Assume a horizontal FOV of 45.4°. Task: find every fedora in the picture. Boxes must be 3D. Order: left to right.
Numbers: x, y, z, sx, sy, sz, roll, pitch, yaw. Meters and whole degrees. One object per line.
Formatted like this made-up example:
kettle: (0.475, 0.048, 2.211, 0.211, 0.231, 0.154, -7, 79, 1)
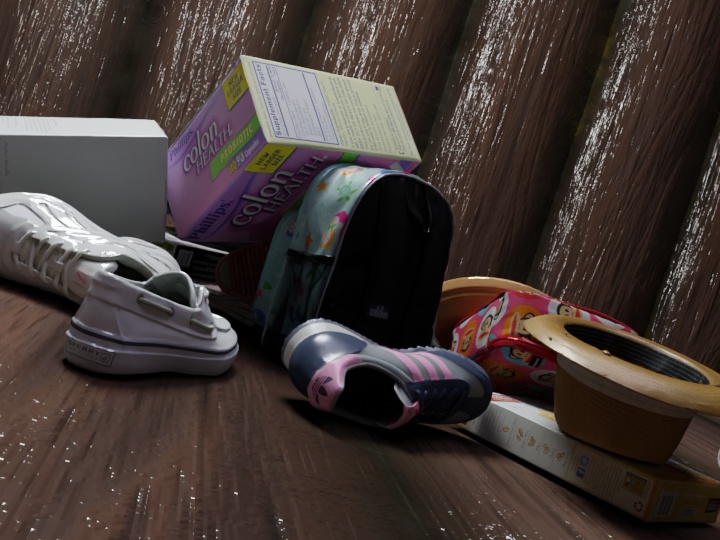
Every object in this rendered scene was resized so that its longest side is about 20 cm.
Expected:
fedora: (0.212, 0.101, 0.701, 0.198, 0.083, 0.201, 17, 9, -3)

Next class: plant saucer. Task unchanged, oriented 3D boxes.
plant saucer: (0.152, 0.084, 1.005, 0.197, 0.038, 0.201, 11, -38, 8)

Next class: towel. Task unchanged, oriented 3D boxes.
towel: (-0.201, 0.012, 1.000, 0.189, 0.033, 0.200, 20, 3, -7)

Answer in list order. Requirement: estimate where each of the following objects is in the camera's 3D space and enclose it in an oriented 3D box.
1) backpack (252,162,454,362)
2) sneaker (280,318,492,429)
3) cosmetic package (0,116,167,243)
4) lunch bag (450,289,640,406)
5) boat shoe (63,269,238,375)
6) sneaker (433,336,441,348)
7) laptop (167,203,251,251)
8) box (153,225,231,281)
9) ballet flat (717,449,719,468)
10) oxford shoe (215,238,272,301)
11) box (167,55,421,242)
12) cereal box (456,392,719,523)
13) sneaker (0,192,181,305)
backpack: (0.000, 0.000, 0.828, 0.150, 0.203, 0.176, 21, 4, 44)
sneaker: (0.034, 0.100, 0.672, 0.198, 0.071, 0.082, 14, 21, -30)
cosmetic package: (-0.291, -0.087, 0.836, 0.197, 0.114, 0.081, -2, 22, -26)
lunch bag: (0.192, 0.097, 0.888, 0.174, 0.083, 0.200, 20, -22, -8)
boat shoe: (-0.133, 0.035, 0.621, 0.073, 0.068, 0.200, 20, 3, 12)
sneaker: (0.012, 0.065, 0.962, 0.198, 0.076, 0.079, 21, 1, 31)
laptop: (-0.193, -0.050, 1.070, 0.186, 0.116, 0.201, 16, 34, -41)
box: (-0.192, -0.020, 0.991, 0.109, 0.035, 0.199, 22, 4, 27)
ballet flat: (0.448, 0.235, 0.845, 0.199, 0.070, 0.069, 27, 7, 41)
oxford shoe: (-0.062, 0.001, 0.946, 0.197, 0.072, 0.075, -4, -4, -15)
box: (-0.072, -0.111, 0.881, 0.198, 0.098, 0.176, 1, -29, -42)
cereal box: (0.195, 0.157, 0.746, 0.143, 0.040, 0.199, 17, 4, -46)
sneaker: (-0.238, -0.009, 0.714, 0.198, 0.079, 0.099, 17, 6, -20)
